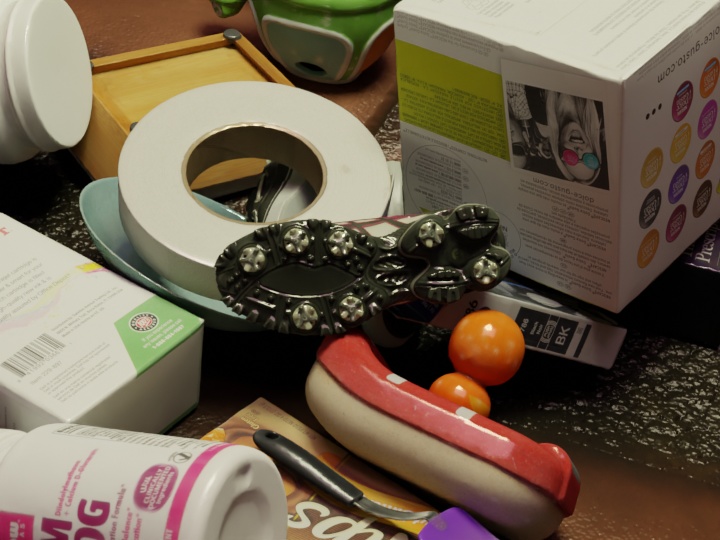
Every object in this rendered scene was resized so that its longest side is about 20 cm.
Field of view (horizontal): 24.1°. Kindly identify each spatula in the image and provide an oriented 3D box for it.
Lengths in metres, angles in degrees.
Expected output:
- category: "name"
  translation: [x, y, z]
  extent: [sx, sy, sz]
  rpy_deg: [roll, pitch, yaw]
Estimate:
- category: "spatula"
  translation: [0.012, 0.147, 1.062]
  extent: [0.199, 0.021, 0.056]
  rpy_deg: [24, 26, 25]

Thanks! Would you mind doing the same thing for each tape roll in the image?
- category: "tape roll"
  translation: [-0.077, -0.060, 1.235]
  extent: [0.202, 0.037, 0.203]
  rpy_deg: [4, 47, -4]

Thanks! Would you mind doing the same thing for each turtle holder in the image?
- category: "turtle holder"
  translation: [-0.050, -0.248, 1.571]
  extent: [0.184, 0.132, 0.141]
  rpy_deg: [-1, 39, -9]

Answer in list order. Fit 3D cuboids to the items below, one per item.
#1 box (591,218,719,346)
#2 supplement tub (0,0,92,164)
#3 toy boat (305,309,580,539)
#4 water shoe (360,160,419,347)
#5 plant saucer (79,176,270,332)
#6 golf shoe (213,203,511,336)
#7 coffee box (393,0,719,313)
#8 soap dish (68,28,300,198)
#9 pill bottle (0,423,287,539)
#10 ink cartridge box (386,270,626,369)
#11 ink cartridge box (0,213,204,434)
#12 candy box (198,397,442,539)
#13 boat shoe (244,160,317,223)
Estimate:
- category: "box"
  translation: [0.245, -0.040, 1.388]
  extent: [0.140, 0.079, 0.200]
  rpy_deg: [12, 38, 12]
- category: "supplement tub"
  translation: [-0.332, -0.151, 1.362]
  extent: [0.199, 0.141, 0.141]
  rpy_deg: [-5, 35, 15]
- category: "toy boat"
  translation: [0.064, 0.086, 1.127]
  extent: [0.199, 0.131, 0.131]
  rpy_deg: [24, 79, 21]
- category: "water shoe"
  translation: [0.006, -0.005, 1.333]
  extent: [0.079, 0.072, 0.200]
  rpy_deg: [-15, 35, 18]
- category: "plant saucer"
  translation: [-0.127, -0.003, 1.282]
  extent: [0.200, 0.039, 0.201]
  rpy_deg: [25, 21, -10]
- category: "golf shoe"
  translation: [0.000, 0.000, 1.143]
  extent: [0.199, 0.078, 0.088]
  rpy_deg: [-6, 3, -7]
- category: "coffee box"
  translation: [0.163, -0.124, 1.264]
  extent: [0.199, 0.199, 0.199]
  rpy_deg: [22, 43, 33]
- category: "soap dish"
  translation: [-0.149, -0.131, 1.446]
  extent: [0.199, 0.082, 0.157]
  rpy_deg: [-16, 42, -28]
- category: "pill bottle"
  translation: [-0.155, 0.153, 1.021]
  extent: [0.199, 0.114, 0.113]
  rpy_deg: [4, 33, 26]
- category: "ink cartridge box"
  translation: [0.091, 0.021, 1.237]
  extent: [0.199, 0.039, 0.099]
  rpy_deg: [13, 15, -33]
- category: "ink cartridge box"
  translation: [-0.231, 0.057, 1.185]
  extent: [0.199, 0.088, 0.145]
  rpy_deg: [27, 42, 23]
- category: "candy box"
  translation: [-0.031, 0.172, 1.088]
  extent: [0.200, 0.056, 0.115]
  rpy_deg: [30, 43, 28]
- category: "boat shoe"
  translation: [-0.054, -0.042, 1.316]
  extent: [0.063, 0.071, 0.200]
  rpy_deg: [-22, 31, 28]
